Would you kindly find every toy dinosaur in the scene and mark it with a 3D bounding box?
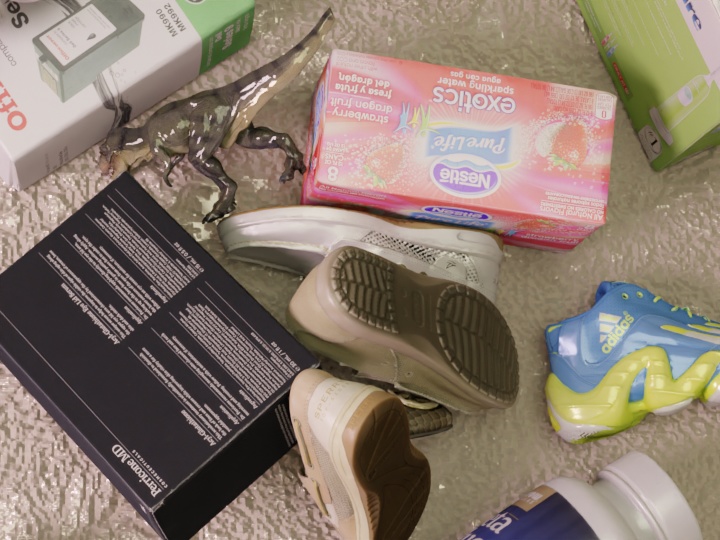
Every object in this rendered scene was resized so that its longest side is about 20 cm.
[{"bbox_3d":[-0.087,-0.088,1.247,0.199,0.047,0.089,-27,91,16],"label":"toy dinosaur"}]

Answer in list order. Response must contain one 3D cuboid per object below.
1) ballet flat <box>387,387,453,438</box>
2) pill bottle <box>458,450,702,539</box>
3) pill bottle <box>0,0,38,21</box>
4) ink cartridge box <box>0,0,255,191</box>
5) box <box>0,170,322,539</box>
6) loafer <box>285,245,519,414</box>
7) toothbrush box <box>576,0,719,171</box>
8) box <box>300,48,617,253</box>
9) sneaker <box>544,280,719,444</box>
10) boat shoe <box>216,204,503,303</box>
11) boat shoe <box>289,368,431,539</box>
[{"bbox_3d":[-0.037,0.091,1.255,0.198,0.067,0.047,0,88,-2],"label":"ballet flat"},{"bbox_3d":[0.123,0.205,1.232,0.199,0.111,0.111,-32,85,-14],"label":"pill bottle"},{"bbox_3d":[-0.214,-0.241,1.180,0.111,0.111,0.201,35,75,-1],"label":"pill bottle"},{"bbox_3d":[-0.192,-0.171,1.269,0.200,0.084,0.146,-36,85,-13],"label":"ink cartridge box"},{"bbox_3d":[-0.136,0.056,1.205,0.141,0.079,0.200,-39,64,-16],"label":"box"},{"bbox_3d":[0.029,0.041,1.231,0.200,0.068,0.076,31,54,-39],"label":"loafer"},{"bbox_3d":[0.235,-0.170,1.277,0.086,0.200,0.146,-23,82,-12],"label":"toothbrush box"},{"bbox_3d":[0.065,-0.079,1.283,0.199,0.103,0.095,8,78,-8],"label":"box"},{"bbox_3d":[0.218,0.047,1.296,0.199,0.076,0.106,-15,81,-10],"label":"sneaker"},{"bbox_3d":[0.000,0.000,1.273,0.199,0.071,0.070,6,78,-9],"label":"boat shoe"},{"bbox_3d":[-0.003,0.127,1.200,0.065,0.200,0.072,27,65,25],"label":"boat shoe"}]
